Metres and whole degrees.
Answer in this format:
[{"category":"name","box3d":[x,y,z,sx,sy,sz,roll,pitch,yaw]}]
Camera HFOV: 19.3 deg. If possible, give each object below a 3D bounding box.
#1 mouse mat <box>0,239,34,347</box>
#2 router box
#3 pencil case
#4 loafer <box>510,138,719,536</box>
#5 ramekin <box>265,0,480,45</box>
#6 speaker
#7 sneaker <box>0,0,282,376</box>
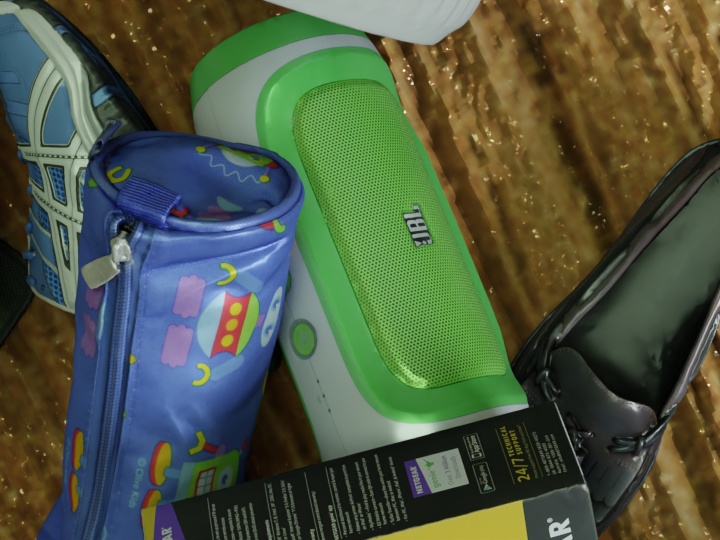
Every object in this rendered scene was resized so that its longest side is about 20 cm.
[{"category":"mouse mat","box3d":[-0.259,0.011,0.928,0.200,0.008,0.161,35,93,7]},{"category":"router box","box3d":[0.019,0.158,0.793,0.157,0.052,0.200,-15,124,-1]},{"category":"pencil case","box3d":[-0.077,0.044,0.805,0.078,0.087,0.201,26,119,28]},{"category":"loafer","box3d":[0.103,0.032,0.845,0.072,0.063,0.200,32,92,10]},{"category":"ramekin","box3d":[-0.028,-0.161,0.809,0.200,0.200,0.105,20,100,9]},{"category":"speaker","box3d":[0.000,0.000,0.838,0.088,0.088,0.201,-24,74,7]},{"category":"sneaker","box3d":[-0.113,-0.029,0.872,0.077,0.076,0.200,-31,85,5]}]
